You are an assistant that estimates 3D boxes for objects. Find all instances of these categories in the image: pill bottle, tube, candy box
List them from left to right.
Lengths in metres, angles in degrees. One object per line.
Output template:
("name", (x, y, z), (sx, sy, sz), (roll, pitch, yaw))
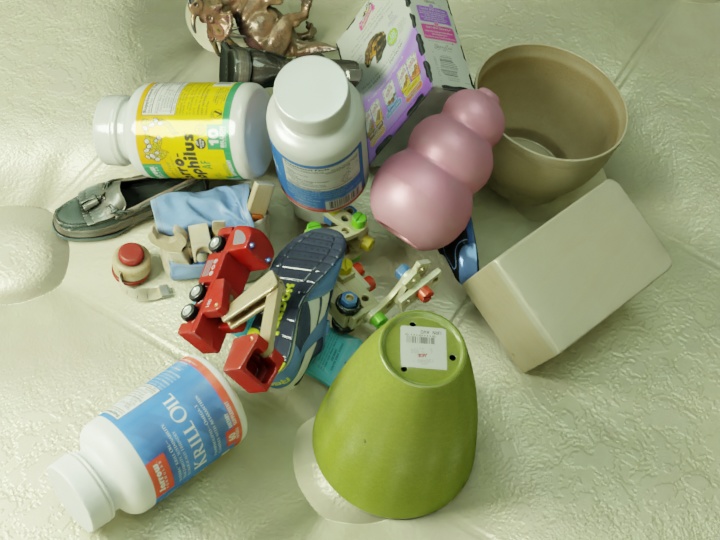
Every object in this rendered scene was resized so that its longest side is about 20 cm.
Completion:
("pill bottle", (-0.226, 0.186, 1.518), (0.199, 0.113, 0.112), (-36, 65, -27))
("pill bottle", (-0.210, -0.165, 1.696), (0.197, 0.113, 0.114), (3, 51, 17))
("tube", (-0.099, 0.068, 1.663), (0.198, 0.051, 0.078), (26, 60, 0))
("pill bottle", (-0.048, -0.156, 1.623), (0.111, 0.200, 0.114), (-1, 66, 2))
("candy box", (0.054, -0.259, 1.824), (0.071, 0.168, 0.202), (4, 57, -31))

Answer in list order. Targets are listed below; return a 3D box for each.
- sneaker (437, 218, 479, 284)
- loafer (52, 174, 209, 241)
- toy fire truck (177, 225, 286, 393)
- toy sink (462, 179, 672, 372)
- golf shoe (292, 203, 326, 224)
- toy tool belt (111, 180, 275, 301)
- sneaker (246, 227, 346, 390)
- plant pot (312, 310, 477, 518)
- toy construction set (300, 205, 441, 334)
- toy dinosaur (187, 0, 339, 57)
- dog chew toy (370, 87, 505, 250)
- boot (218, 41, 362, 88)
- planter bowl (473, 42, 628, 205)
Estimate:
("sneaker", (0.097, -0.062, 1.774), (0.077, 0.070, 0.202), (-12, 55, 2))
("loafer", (-0.280, -0.092, 1.745), (0.198, 0.063, 0.072), (-15, 58, -17))
("toy fire truck", (-0.127, 0.036, 1.561), (0.140, 0.049, 0.202), (-7, 52, 41))
("toy sink", (0.242, 0.006, 1.689), (0.199, 0.112, 0.131), (-35, 87, -25))
("golf shoe", (-0.037, -0.154, 1.805), (0.074, 0.092, 0.202), (8, 52, 1))
("toy tool belt", (-0.198, -0.051, 1.688), (0.198, 0.124, 0.126), (-11, 55, -15))
("sneaker", (-0.069, 0.044, 1.615), (0.073, 0.082, 0.201), (12, 64, 28))
("plant pot", (0.049, 0.135, 1.529), (0.185, 0.201, 0.189), (4, 55, -6))
("toy construction set", (0.000, 0.000, 1.694), (0.130, 0.093, 0.199), (-28, 45, -30))
("toy dinosaur", (-0.133, -0.320, 1.926), (0.199, 0.086, 0.136), (35, 66, -2))
("dog chew toy", (0.098, -0.125, 1.683), (0.124, 0.125, 0.201), (33, 88, 17))
("boot", (-0.090, -0.251, 1.835), (0.172, 0.070, 0.200), (0, 12, -14))
("planter bowl", (0.223, -0.169, 1.814), (0.198, 0.135, 0.202), (8, 50, -9))
